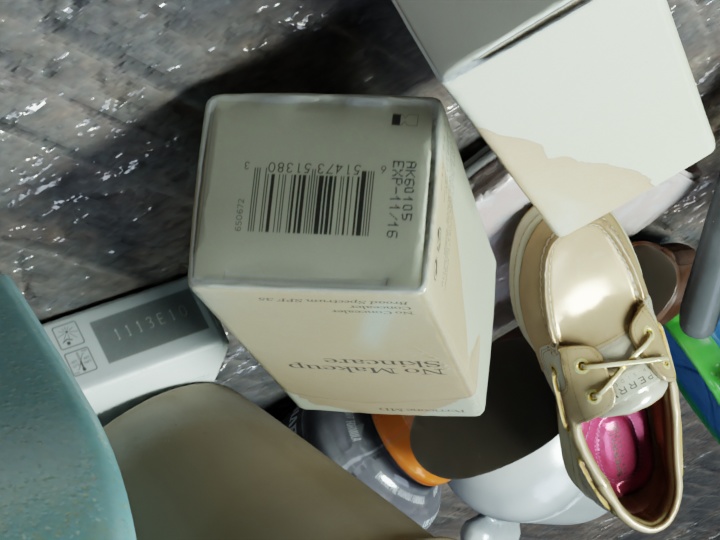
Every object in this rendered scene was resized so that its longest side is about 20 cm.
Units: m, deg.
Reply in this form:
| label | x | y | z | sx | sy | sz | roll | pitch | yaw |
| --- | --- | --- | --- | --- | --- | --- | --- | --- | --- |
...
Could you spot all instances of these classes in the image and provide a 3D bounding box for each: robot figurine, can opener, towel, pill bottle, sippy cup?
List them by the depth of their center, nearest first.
| label | x | y | z | sx | sy | sz | roll | pitch | yaw |
| --- | --- | --- | --- | --- | --- | --- | --- | --- | --- |
| can opener | 0.210 | -0.034 | 0.938 | 0.053 | 0.067 | 0.200 | 11 | 126 | 3 |
| towel | 0.069 | -0.013 | 0.945 | 0.200 | 0.032 | 0.191 | -35 | 158 | 19 |
| pill bottle | -0.024 | 0.137 | 1.083 | 0.200 | 0.106 | 0.106 | -38 | 158 | 26 |
| robot figurine | 0.119 | 0.110 | 1.192 | 0.200 | 0.113 | 0.170 | 17 | 97 | -64 |
| sippy cup | 0.271 | 0.040 | 1.193 | 0.130 | 0.178 | 0.140 | -33 | 136 | -2 |

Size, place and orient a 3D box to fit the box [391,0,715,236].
| label | x | y | z | sx | sy | sz | roll | pitch | yaw |
| --- | --- | --- | --- | --- | --- | --- | --- | --- | --- |
| box | 0.067 | -0.091 | 0.663 | 0.078 | 0.095 | 0.200 | -30 | 159 | 8 |

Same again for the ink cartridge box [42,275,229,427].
| label | x | y | z | sx | sy | sz | roll | pitch | yaw |
| --- | --- | --- | --- | --- | --- | --- | --- | --- | --- |
| ink cartridge box | -0.172 | 0.087 | 0.862 | 0.200 | 0.044 | 0.174 | -19 | 160 | -24 |

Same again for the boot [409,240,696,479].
| label | x | y | z | sx | sy | sz | roll | pitch | yaw |
| --- | --- | --- | --- | --- | --- | --- | --- | --- | --- |
| boot | 0.122 | 0.048 | 1.064 | 0.186 | 0.064 | 0.200 | -37 | 175 | 11 |

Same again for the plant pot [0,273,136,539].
| label | x | y | z | sx | sy | sz | roll | pitch | yaw |
| --- | --- | --- | --- | --- | --- | --- | --- | --- | --- |
| plant pot | -0.173 | 0.148 | 0.672 | 0.195 | 0.200 | 0.197 | -16 | 125 | -31 |

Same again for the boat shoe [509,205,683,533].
| label | x | y | z | sx | sy | sz | roll | pitch | yaw |
| --- | --- | --- | --- | --- | --- | --- | --- | --- | --- |
| boat shoe | 0.130 | 0.051 | 0.914 | 0.074 | 0.069 | 0.200 | -27 | 125 | -9 |

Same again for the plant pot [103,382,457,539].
| label | x | y | z | sx | sy | sz | roll | pitch | yaw |
| --- | --- | --- | --- | --- | --- | --- | --- | --- | --- |
| plant pot | -0.057 | 0.154 | 0.830 | 0.200 | 0.174 | 0.200 | -32 | 152 | -19 |

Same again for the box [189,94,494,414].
| label | x | y | z | sx | sy | sz | roll | pitch | yaw |
| --- | --- | --- | --- | --- | --- | --- | --- | --- | --- |
| box | 0.000 | 0.000 | 0.753 | 0.095 | 0.078 | 0.200 | 1 | 163 | 12 |
